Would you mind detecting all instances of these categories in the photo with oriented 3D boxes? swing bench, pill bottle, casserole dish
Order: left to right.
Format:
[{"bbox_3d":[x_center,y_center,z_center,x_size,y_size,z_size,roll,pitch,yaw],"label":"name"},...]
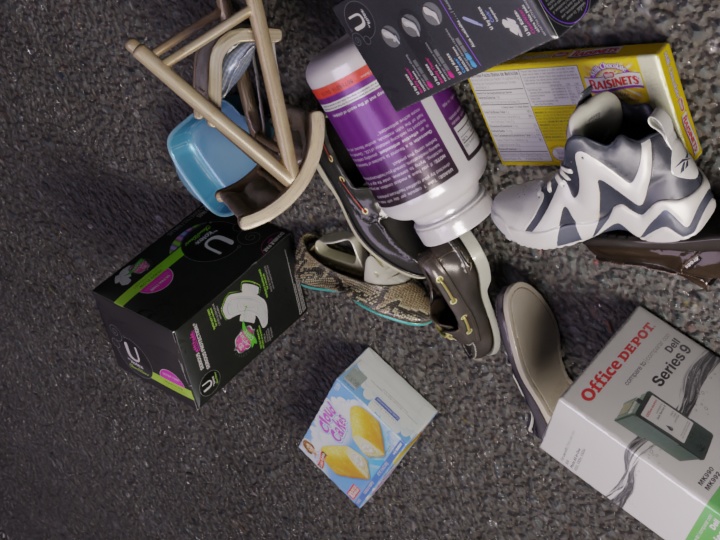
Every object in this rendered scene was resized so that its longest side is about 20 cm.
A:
[{"bbox_3d":[-0.147,-0.133,1.445,0.122,0.039,0.199,54,147,-8],"label":"casserole dish"},{"bbox_3d":[-0.121,-0.163,1.241,0.201,0.129,0.199,59,174,-17],"label":"swing bench"},{"bbox_3d":[0.042,-0.126,1.166,0.112,0.112,0.201,-11,115,53],"label":"pill bottle"}]

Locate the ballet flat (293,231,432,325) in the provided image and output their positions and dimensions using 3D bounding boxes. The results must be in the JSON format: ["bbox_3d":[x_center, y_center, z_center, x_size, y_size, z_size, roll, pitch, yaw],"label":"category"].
[{"bbox_3d":[0.000,0.000,1.391,0.199,0.068,0.076,20,121,40],"label":"ballet flat"}]

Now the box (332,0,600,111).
[{"bbox_3d":[0.092,-0.222,1.004,0.199,0.122,0.107,-17,111,54],"label":"box"}]

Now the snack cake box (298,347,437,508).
[{"bbox_3d":[0.005,0.195,1.569,0.115,0.067,0.201,41,146,10],"label":"snack cake box"}]

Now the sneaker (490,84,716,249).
[{"bbox_3d":[0.177,-0.089,1.032,0.198,0.079,0.130,6,131,46],"label":"sneaker"}]

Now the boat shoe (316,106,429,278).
[{"bbox_3d":[0.017,-0.080,1.275,0.202,0.073,0.063,54,155,0],"label":"boat shoe"}]

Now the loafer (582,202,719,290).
[{"bbox_3d":[0.269,-0.015,1.049,0.199,0.073,0.072,6,128,47],"label":"loafer"}]

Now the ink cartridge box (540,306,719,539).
[{"bbox_3d":[0.281,0.148,1.131,0.199,0.146,0.084,35,145,20],"label":"ink cartridge box"}]

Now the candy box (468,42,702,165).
[{"bbox_3d":[0.182,-0.136,1.072,0.199,0.026,0.103,6,128,46],"label":"candy box"}]

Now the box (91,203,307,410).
[{"bbox_3d":[-0.186,0.036,1.511,0.148,0.200,0.125,21,138,34],"label":"box"}]

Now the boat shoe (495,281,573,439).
[{"bbox_3d":[0.166,0.097,1.282,0.062,0.073,0.201,4,131,43],"label":"boat shoe"}]

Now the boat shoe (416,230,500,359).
[{"bbox_3d":[0.095,0.031,1.268,0.072,0.060,0.202,55,170,36],"label":"boat shoe"}]
